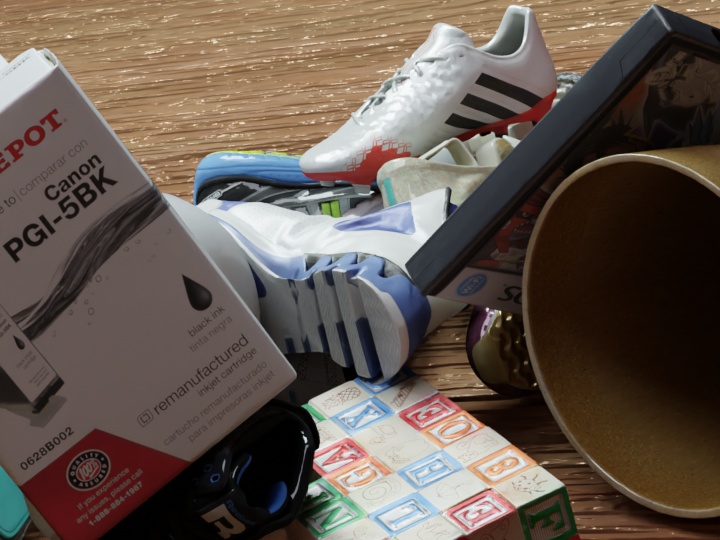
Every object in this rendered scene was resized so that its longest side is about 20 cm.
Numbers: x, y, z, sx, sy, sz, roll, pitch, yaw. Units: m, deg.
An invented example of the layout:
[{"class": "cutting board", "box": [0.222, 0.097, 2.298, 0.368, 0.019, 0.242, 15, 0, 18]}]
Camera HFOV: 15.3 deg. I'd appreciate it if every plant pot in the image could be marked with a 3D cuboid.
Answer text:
[{"class": "plant pot", "box": [0.218, 0.009, 1.394, 0.199, 0.188, 0.186, -19, 20, -40]}]

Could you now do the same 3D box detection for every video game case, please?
[{"class": "video game case", "box": [0.147, -0.046, 1.426, 0.200, 0.180, 0.026, -47, 54, 26]}]

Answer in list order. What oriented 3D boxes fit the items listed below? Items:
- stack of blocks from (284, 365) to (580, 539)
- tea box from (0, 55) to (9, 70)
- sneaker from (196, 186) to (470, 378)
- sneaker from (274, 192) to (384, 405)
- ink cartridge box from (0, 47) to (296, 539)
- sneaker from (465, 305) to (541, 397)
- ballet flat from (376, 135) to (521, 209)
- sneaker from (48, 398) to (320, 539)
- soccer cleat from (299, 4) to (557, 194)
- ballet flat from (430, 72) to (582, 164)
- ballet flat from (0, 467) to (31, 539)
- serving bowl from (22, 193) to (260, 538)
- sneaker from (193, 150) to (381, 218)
[{"class": "stack of blocks", "box": [0.019, 0.124, 1.390, 0.115, 0.059, 0.200, -24, 25, -16]}, {"class": "tea box", "box": [-0.297, -0.037, 1.854, 0.196, 0.134, 0.200, -22, 24, -13]}, {"class": "sneaker", "box": [0.000, 0.000, 1.531, 0.115, 0.081, 0.199, -25, 27, -33]}, {"class": "sneaker", "box": [0.006, 0.029, 1.611, 0.082, 0.075, 0.200, 9, 44, 30]}, {"class": "ink cartridge box", "box": [-0.150, 0.014, 1.319, 0.147, 0.200, 0.083, -39, 16, -3]}, {"class": "sneaker", "box": [0.093, 0.020, 1.566, 0.090, 0.075, 0.200, -12, 17, 32]}, {"class": "ballet flat", "box": [0.081, -0.056, 1.651, 0.067, 0.063, 0.199, -32, -12, 34]}, {"class": "sneaker", "box": [-0.097, 0.137, 1.339, 0.200, 0.073, 0.112, -54, 18, -23]}, {"class": "soccer cleat", "box": [0.041, -0.109, 1.685, 0.199, 0.086, 0.068, -21, 21, -30]}, {"class": "ballet flat", "box": [0.078, -0.085, 1.782, 0.199, 0.072, 0.072, -20, 24, -10]}, {"class": "ballet flat", "box": [-0.228, 0.158, 1.494, 0.067, 0.068, 0.200, -28, 13, 23]}, {"class": "serving bowl", "box": [-0.106, 0.062, 1.459, 0.065, 0.201, 0.200, 16, 36, 22]}, {"class": "sneaker", "box": [-0.013, -0.030, 1.740, 0.198, 0.083, 0.071, 7, 8, 15]}]
